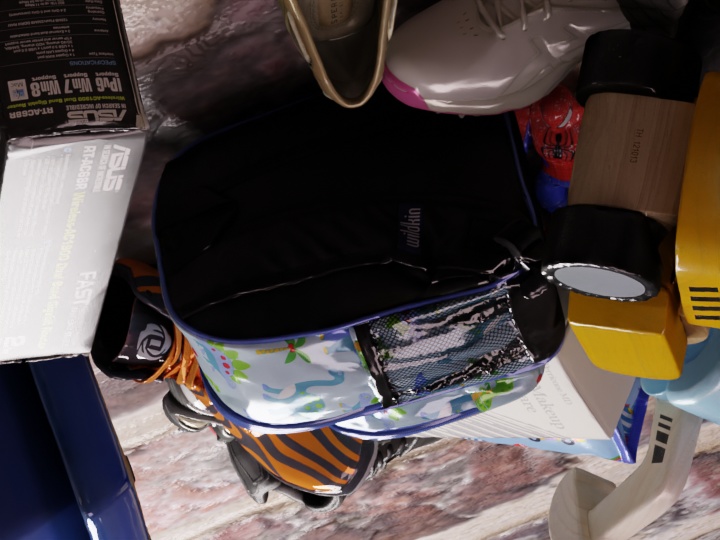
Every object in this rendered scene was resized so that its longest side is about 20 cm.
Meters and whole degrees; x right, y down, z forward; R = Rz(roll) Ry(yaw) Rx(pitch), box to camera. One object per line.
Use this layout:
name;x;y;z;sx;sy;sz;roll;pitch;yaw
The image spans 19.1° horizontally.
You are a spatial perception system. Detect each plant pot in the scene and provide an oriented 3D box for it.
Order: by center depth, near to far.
plant pot;-0.228;0.116;1.235;0.179;0.201;0.200;-20;154;-9

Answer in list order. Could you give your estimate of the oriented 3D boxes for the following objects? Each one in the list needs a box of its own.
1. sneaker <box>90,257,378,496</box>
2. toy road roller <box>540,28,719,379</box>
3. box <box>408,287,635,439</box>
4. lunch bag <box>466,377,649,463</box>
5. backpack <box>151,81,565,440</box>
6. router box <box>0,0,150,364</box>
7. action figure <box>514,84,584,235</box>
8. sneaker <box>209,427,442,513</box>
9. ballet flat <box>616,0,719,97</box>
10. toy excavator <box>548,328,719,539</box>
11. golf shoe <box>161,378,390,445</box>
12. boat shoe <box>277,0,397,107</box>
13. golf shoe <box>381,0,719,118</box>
sneaker;-0.085;0.061;1.203;0.112;0.200;0.078;12;109;-53
toy road roller;0.175;-0.023;1.034;0.145;0.124;0.200;9;164;15
box;0.055;0.048;1.231;0.199;0.069;0.082;-3;137;38
lunch bag;0.082;0.030;1.321;0.150;0.095;0.200;6;155;32
backpack;0.000;0.000;1.129;0.199;0.184;0.147;-14;136;5
router box;-0.150;-0.069;0.959;0.062;0.151;0.200;-6;152;-18
action figure;0.118;-0.033;1.242;0.065;0.099;0.200;7;154;14
sneaker;-0.006;0.118;1.465;0.199;0.098;0.071;-3;149;-29
ballet flat;0.174;-0.106;1.050;0.066;0.057;0.200;-37;143;10
toy excavator;0.193;0.070;1.235;0.100;0.201;0.194;25;159;-29
golf shoe;-0.027;0.067;1.379;0.199;0.078;0.095;-1;150;-31
boat shoe;-0.012;-0.150;0.978;0.073;0.063;0.201;-13;154;-8
golf shoe;0.102;-0.139;1.071;0.199;0.076;0.092;-18;147;-14
